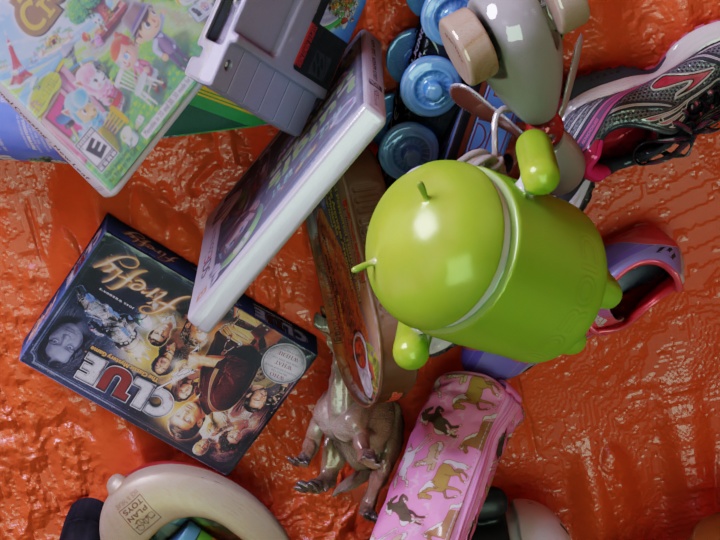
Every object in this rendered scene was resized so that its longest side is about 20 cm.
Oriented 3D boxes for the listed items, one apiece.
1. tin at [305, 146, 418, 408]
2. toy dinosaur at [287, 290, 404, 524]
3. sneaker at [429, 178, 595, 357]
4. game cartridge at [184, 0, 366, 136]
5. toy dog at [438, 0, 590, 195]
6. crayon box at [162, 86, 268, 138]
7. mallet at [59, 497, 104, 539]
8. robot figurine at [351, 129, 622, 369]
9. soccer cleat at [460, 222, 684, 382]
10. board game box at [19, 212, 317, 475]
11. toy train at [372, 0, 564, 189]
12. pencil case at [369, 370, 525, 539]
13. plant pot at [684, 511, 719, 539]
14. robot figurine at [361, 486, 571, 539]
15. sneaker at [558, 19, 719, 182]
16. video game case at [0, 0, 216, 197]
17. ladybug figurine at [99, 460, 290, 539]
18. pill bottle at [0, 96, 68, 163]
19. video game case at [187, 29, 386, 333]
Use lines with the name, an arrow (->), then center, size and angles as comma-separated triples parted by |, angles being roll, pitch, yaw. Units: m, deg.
tin -> 0.000, 0.000, 1.286 | 0.041, 0.112, 0.203 | -10, 79, -15
toy dinosaur -> 0.005, 0.116, 1.393 | 0.085, 0.137, 0.201 | 14, 148, 17
sneaker -> 0.104, -0.023, 1.338 | 0.200, 0.074, 0.079 | -43, 88, 9
game cartridge -> -0.037, -0.202, 1.184 | 0.129, 0.038, 0.202 | 24, 90, -56
toy dog -> 0.105, -0.142, 1.195 | 0.130, 0.097, 0.201 | -12, 139, -17
crayon box -> -0.111, -0.203, 1.239 | 0.117, 0.058, 0.202 | -7, 116, 0
mallet -> -0.254, 0.288, 1.464 | 0.041, 0.066, 0.202 | 18, 114, -8
robot figurine -> 0.086, -0.005, 1.165 | 0.199, 0.116, 0.176 | 17, 118, -41
soccer cleat -> 0.166, 0.034, 1.365 | 0.199, 0.077, 0.067 | -31, 115, 10
board game box -> -0.152, 0.062, 1.378 | 0.199, 0.035, 0.136 | 31, 110, -17
toy train -> 0.077, -0.140, 1.272 | 0.113, 0.087, 0.202 | 10, 115, -16
pencil case -> 0.065, 0.172, 1.348 | 0.085, 0.201, 0.083 | 13, 143, 13
plant pot -> 0.280, 0.317, 1.462 | 0.182, 0.201, 0.201 | -20, 117, 23
robot figurine -> 0.083, 0.259, 1.441 | 0.197, 0.126, 0.151 | -8, 159, 0
sneaker -> 0.241, -0.121, 1.289 | 0.198, 0.075, 0.081 | -23, 132, 3
video game case -> -0.169, -0.183, 1.132 | 0.182, 0.022, 0.201 | 45, 65, -22
ladybug figurine -> -0.134, 0.225, 1.436 | 0.135, 0.072, 0.200 | -39, 115, 12
pill bottle -> -0.264, -0.134, 1.210 | 0.198, 0.112, 0.113 | 4, 118, 19
video game case -> -0.052, -0.069, 1.240 | 0.023, 0.182, 0.200 | 36, 109, -15
